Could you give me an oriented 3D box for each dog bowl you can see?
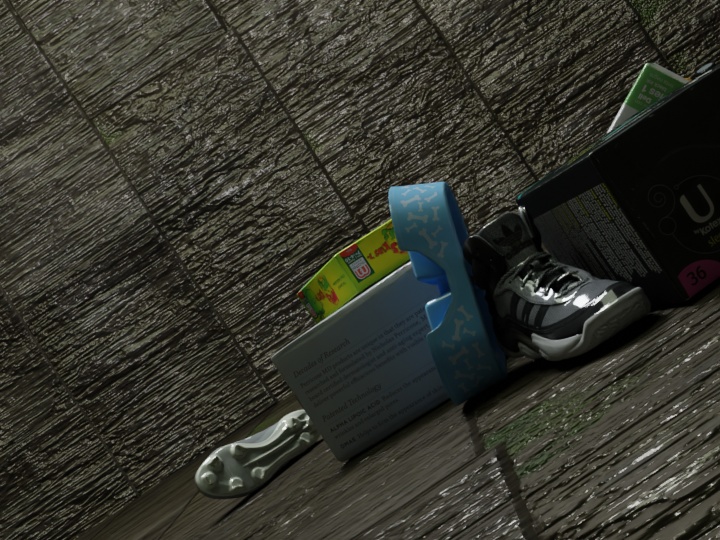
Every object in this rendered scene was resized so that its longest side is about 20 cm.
[{"bbox_3d":[0.079,0.014,0.897,0.050,0.200,0.111,-19,-8,12],"label":"dog bowl"}]

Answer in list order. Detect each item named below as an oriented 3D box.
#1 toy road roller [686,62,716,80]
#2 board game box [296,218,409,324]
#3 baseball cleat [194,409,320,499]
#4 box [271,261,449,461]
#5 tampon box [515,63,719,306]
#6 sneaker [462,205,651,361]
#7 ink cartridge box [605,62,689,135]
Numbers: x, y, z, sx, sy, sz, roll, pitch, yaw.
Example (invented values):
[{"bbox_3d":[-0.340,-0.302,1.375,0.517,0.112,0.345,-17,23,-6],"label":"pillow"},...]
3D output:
[{"bbox_3d":[0.852,-0.427,2.567,0.200,0.123,0.146,-33,10,7],"label":"toy road roller"},{"bbox_3d":[0.000,0.000,1.160,0.102,0.048,0.200,-32,-3,-19],"label":"board game box"},{"bbox_3d":[-0.137,0.249,1.326,0.200,0.070,0.106,-21,-16,-39],"label":"baseball cleat"},{"bbox_3d":[0.046,0.073,1.082,0.200,0.131,0.199,-34,-2,19],"label":"box"},{"bbox_3d":[0.237,-0.059,0.806,0.150,0.126,0.200,-34,0,-8],"label":"tampon box"},{"bbox_3d":[0.140,0.007,0.805,0.075,0.114,0.200,-29,3,-17],"label":"sneaker"},{"bbox_3d":[0.300,-0.117,1.118,0.200,0.084,0.146,-63,-12,18],"label":"ink cartridge box"}]
